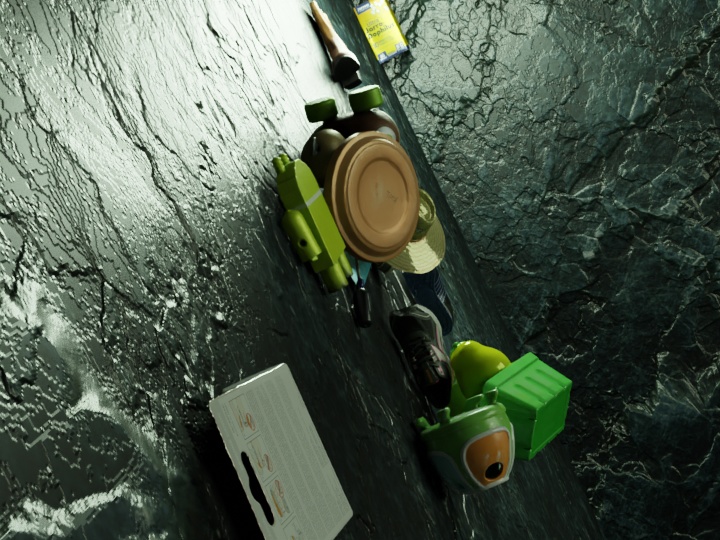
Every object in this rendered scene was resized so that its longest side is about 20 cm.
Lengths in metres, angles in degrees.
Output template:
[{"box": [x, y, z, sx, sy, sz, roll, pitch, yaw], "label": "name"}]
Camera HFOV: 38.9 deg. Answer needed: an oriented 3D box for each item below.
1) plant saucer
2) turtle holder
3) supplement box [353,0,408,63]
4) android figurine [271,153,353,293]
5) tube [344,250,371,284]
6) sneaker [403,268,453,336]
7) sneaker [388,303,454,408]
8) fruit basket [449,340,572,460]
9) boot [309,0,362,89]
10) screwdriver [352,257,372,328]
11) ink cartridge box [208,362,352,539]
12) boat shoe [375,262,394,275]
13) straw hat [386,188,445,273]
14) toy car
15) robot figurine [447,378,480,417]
[{"box": [0.026, -0.113, 1.565, 0.199, 0.032, 0.203, 1, 89, -46], "label": "plant saucer"}, {"box": [0.156, 0.271, 1.554, 0.140, 0.185, 0.133, -13, 78, -45], "label": "turtle holder"}, {"box": [0.072, -0.799, 3.368, 0.202, 0.108, 0.110, 63, 12, -9], "label": "supplement box"}, {"box": [-0.069, -0.070, 1.420, 0.202, 0.041, 0.182, 64, 12, -10], "label": "android figurine"}, {"box": [-0.001, -0.035, 1.653, 0.078, 0.050, 0.200, 53, 20, -12], "label": "tube"}, {"box": [0.136, 0.036, 2.071, 0.078, 0.069, 0.202, -60, 130, -81], "label": "sneaker"}, {"box": [0.113, 0.147, 1.700, 0.201, 0.080, 0.087, 58, 15, -29], "label": "sneaker"}, {"box": [0.231, 0.209, 1.703, 0.216, 0.213, 0.157, -74, 170, -73], "label": "fruit basket"}, {"box": [-0.061, -0.532, 2.337, 0.202, 0.068, 0.188, 66, 12, 7], "label": "boot"}, {"box": [0.000, 0.000, 1.559, 0.029, 0.028, 0.202, 12, 51, -19], "label": "screwdriver"}, {"box": [-0.080, 0.174, 0.880, 0.162, 0.050, 0.200, 66, 16, 2], "label": "ink cartridge box"}, {"box": [0.036, -0.079, 1.853, 0.060, 0.072, 0.203, 27, 42, -27], "label": "boat shoe"}, {"box": [0.085, -0.102, 1.791, 0.199, 0.085, 0.203, 14, 55, -20], "label": "straw hat"}, {"box": [-0.030, -0.180, 1.599, 0.200, 0.156, 0.166, -53, 129, -63], "label": "toy car"}, {"box": [0.216, 0.246, 1.860, 0.176, 0.114, 0.202, 97, -23, -57], "label": "robot figurine"}]
